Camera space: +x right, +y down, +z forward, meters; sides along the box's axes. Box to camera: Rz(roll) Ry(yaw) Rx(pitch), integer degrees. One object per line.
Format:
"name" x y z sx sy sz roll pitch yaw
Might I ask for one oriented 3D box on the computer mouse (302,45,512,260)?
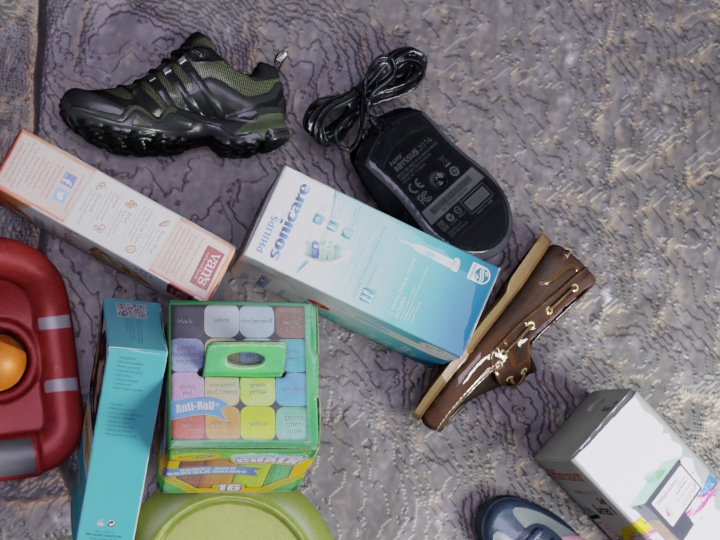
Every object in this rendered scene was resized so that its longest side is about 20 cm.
"computer mouse" 0.051 -0.085 1.729 0.138 0.053 0.200 -36 82 -27

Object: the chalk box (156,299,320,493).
"chalk box" -0.099 0.099 1.613 0.123 0.200 0.125 1 72 -7

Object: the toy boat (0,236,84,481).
"toy boat" -0.297 0.072 1.633 0.129 0.131 0.202 -7 86 -8

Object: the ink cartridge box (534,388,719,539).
"ink cartridge box" 0.253 0.201 1.690 0.084 0.145 0.200 -44 92 -9

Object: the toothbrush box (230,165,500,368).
"toothbrush box" 0.000 0.000 1.673 0.199 0.146 0.086 27 81 -6

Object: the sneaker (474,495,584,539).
"sneaker" 0.185 0.264 1.707 0.200 0.082 0.070 39 82 -3

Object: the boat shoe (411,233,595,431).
"boat shoe" 0.126 0.063 1.722 0.070 0.070 0.200 39 81 1

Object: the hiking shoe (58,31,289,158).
"hiking shoe" -0.159 -0.152 1.709 0.198 0.076 0.102 3 76 -17

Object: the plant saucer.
"plant saucer" -0.112 0.267 1.693 0.198 0.031 0.202 1 86 -8

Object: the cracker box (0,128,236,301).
"cracker box" -0.204 -0.037 1.654 0.199 0.134 0.058 28 82 -4

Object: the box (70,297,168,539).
"box" -0.198 0.130 1.619 0.049 0.082 0.201 6 116 -13
